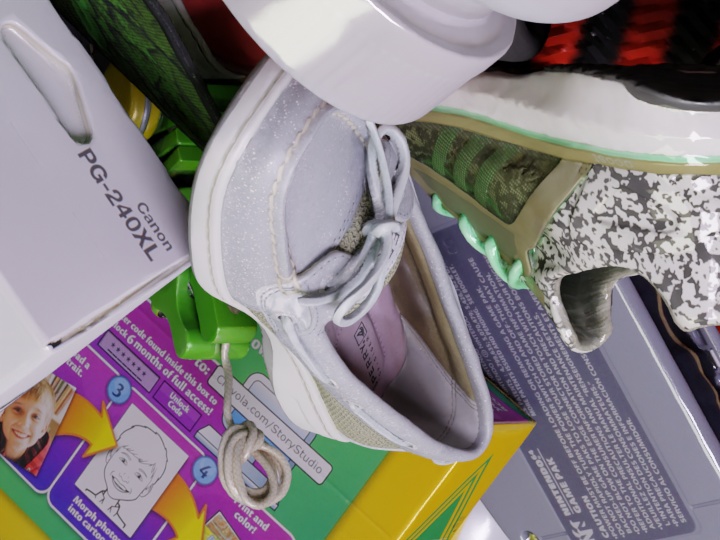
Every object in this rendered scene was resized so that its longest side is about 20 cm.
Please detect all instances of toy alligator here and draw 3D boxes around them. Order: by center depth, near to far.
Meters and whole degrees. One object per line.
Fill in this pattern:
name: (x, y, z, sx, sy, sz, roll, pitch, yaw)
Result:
toy alligator: (-0.060, -0.009, 0.808, 0.059, 0.200, 0.054, 0, 165, -30)

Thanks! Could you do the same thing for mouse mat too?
mouse mat: (-0.100, -0.104, 0.679, 0.161, 0.008, 0.200, 44, 171, 20)

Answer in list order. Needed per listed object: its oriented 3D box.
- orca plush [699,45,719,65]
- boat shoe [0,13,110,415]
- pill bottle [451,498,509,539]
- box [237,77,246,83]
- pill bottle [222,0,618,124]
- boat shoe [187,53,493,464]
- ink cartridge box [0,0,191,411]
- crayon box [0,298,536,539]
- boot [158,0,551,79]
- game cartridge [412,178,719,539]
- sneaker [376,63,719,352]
orca plush: (0.180, -0.049, 0.661, 0.200, 0.105, 0.071, 27, 119, 50)
boat shoe: (-0.141, -0.020, 0.839, 0.073, 0.200, 0.063, 27, -172, 27)
pill bottle: (0.014, 0.082, 0.952, 0.200, 0.112, 0.112, 26, 150, 2)
box: (-0.061, -0.140, 0.736, 0.200, 0.039, 0.137, 35, 148, -14)
pill bottle: (0.055, -0.127, 0.528, 0.110, 0.110, 0.200, 39, 122, -22)
boat shoe: (-0.001, 0.002, 0.706, 0.065, 0.074, 0.202, 21, 155, 22)
ink cartridge box: (-0.167, -0.007, 0.728, 0.200, 0.083, 0.145, -35, 90, 40)
crayon box: (-0.063, 0.062, 0.863, 0.200, 0.173, 0.058, 41, -168, 22)
boot: (-0.019, -0.129, 0.629, 0.144, 0.073, 0.200, 1, 147, 28)
game cartridge: (0.074, 0.036, 0.841, 0.133, 0.041, 0.200, -21, 100, 48)
sneaker: (0.053, -0.019, 0.707, 0.077, 0.089, 0.200, -3, -175, -30)
